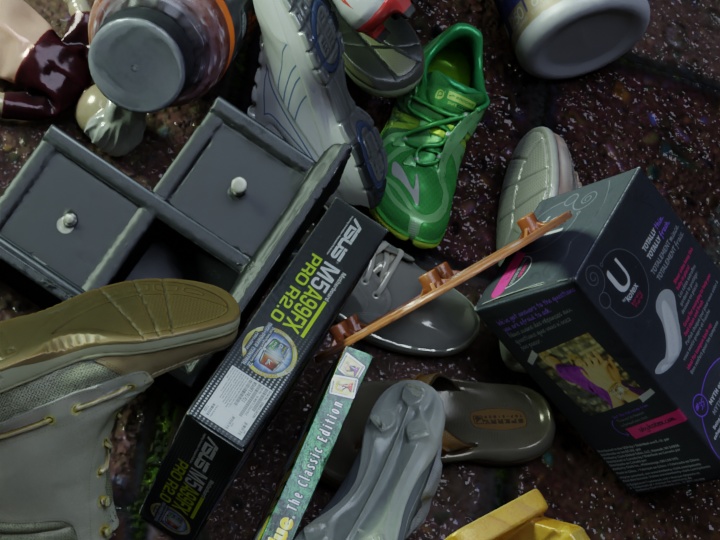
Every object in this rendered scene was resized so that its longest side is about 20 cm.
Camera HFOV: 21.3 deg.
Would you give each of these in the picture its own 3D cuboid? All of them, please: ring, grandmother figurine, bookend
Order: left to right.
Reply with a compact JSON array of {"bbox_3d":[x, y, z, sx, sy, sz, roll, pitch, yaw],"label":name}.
[{"bbox_3d":[-0.238,-0.158,1.402,0.200,0.061,0.122,38,83,1],"label":"grandmother figurine"},{"bbox_3d":[-0.143,-0.047,1.310,0.198,0.092,0.201,34,76,1],"label":"bookend"},{"bbox_3d":[0.053,0.006,1.284,0.200,0.200,0.019,-29,88,-31],"label":"ring"}]

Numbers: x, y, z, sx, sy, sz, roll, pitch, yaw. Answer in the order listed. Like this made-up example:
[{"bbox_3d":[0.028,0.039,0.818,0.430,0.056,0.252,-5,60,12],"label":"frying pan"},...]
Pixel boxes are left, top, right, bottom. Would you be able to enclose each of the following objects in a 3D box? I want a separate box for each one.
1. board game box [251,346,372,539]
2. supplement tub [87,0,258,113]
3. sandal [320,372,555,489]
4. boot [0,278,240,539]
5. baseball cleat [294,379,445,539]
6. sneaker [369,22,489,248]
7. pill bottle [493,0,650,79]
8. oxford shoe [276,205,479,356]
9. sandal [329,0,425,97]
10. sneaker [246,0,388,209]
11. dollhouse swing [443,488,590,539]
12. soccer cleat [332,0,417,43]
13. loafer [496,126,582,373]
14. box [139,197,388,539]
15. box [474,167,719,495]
[{"bbox_3d":[-0.047,0.150,1.228,0.023,0.105,0.201,26,73,-5],"label":"board game box"},{"bbox_3d":[-0.133,-0.186,1.385,0.106,0.107,0.200,28,32,-3],"label":"supplement tub"},{"bbox_3d":[0.053,0.106,1.354,0.199,0.054,0.081,-3,62,-21],"label":"sandal"},{"bbox_3d":[-0.165,0.097,1.214,0.199,0.156,0.072,-16,31,-13],"label":"boot"},{"bbox_3d":[0.010,0.171,1.249,0.069,0.107,0.201,20,61,23],"label":"baseball cleat"},{"bbox_3d":[0.052,-0.109,1.460,0.074,0.084,0.201,18,58,-10],"label":"sneaker"},{"bbox_3d":[0.152,-0.268,1.569,0.115,0.116,0.201,-9,64,-24],"label":"pill bottle"},{"bbox_3d":[0.000,0.000,1.395,0.199,0.058,0.075,30,53,-4],"label":"oxford shoe"},{"bbox_3d":[-0.008,-0.197,1.502,0.079,0.058,0.202,-16,51,-8],"label":"sandal"},{"bbox_3d":[-0.049,-0.129,1.385,0.075,0.087,0.201,-55,130,-61],"label":"sneaker"},{"bbox_3d":[0.068,0.279,1.201,0.175,0.182,0.201,-13,65,-48],"label":"dollhouse swing"},{"bbox_3d":[0.016,-0.249,1.447,0.085,0.069,0.200,42,37,-15],"label":"soccer cleat"},{"bbox_3d":[0.144,-0.010,1.455,0.063,0.072,0.201,20,61,-28],"label":"loafer"},{"bbox_3d":[-0.065,0.068,1.270,0.044,0.160,0.200,32,55,2],"label":"box"},{"bbox_3d":[0.197,0.047,1.368,0.200,0.106,0.122,50,52,-19],"label":"box"}]
